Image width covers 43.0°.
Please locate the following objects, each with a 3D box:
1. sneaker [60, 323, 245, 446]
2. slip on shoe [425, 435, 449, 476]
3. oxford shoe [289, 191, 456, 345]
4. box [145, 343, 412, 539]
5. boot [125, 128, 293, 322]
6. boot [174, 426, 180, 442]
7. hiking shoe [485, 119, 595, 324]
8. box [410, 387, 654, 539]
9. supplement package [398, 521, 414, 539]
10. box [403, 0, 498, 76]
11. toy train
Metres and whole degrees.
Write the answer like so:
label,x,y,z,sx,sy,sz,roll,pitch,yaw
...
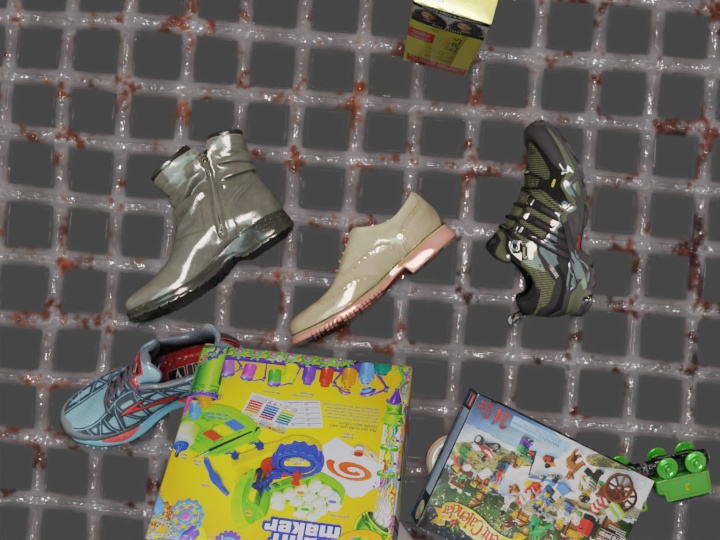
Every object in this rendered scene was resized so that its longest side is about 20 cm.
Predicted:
label,x,y,z,sx,sy,sz,roll,pitch,yaw
sneaker,-0.213,0.103,0.907,0.198,0.096,0.080,-24,58,-4
slip on shoe,0.125,0.255,0.930,0.073,0.061,0.202,-30,94,-7
oxford shoe,0.000,0.000,0.930,0.199,0.071,0.074,-37,85,-9
box,-0.061,0.187,0.816,0.197,0.123,0.194,6,49,6
boot,-0.177,-0.047,0.936,0.199,0.068,0.131,-34,85,-7
boot,-0.164,0.238,0.893,0.076,0.138,0.203,4,89,1
hiking shoe,0.174,-0.048,0.920,0.099,0.076,0.203,-9,91,-3
box,0.166,0.220,0.884,0.198,0.038,0.138,26,88,-7
supplement package,-0.022,0.341,0.905,0.199,0.110,0.114,-38,89,0
box,0.082,-0.236,0.859,0.074,0.200,0.051,16,90,-1
toy train,0.264,0.224,0.940,0.197,0.042,0.057,-13,101,0
